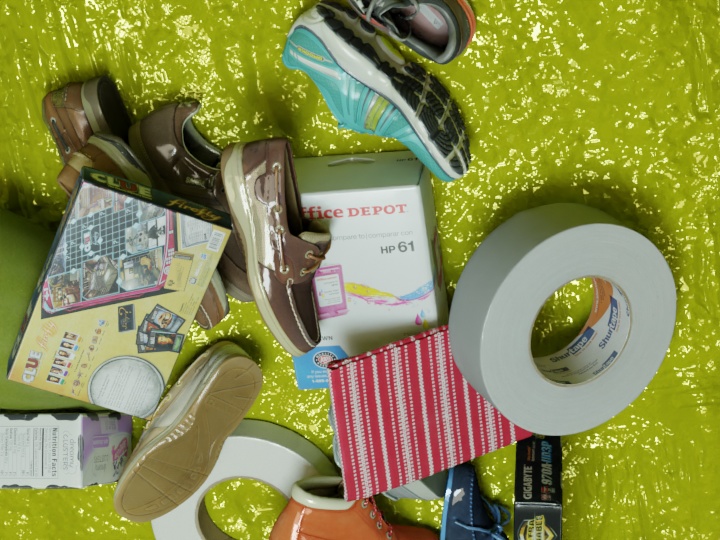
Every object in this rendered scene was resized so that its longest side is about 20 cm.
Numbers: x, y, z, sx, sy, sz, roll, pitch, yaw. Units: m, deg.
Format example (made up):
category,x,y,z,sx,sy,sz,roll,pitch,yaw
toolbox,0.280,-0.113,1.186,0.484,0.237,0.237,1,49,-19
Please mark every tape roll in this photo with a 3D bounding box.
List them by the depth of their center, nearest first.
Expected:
category,x,y,z,sx,sy,sz,roll,pitch,yaw
tape roll,0.180,0.043,1.534,0.199,0.066,0.201,-10,114,-23
tape roll,-0.111,0.245,1.738,0.202,0.037,0.204,3,116,6

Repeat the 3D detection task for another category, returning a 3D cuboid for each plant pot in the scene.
category,x,y,z,sx,sy,sz,roll,pitch,yaw
plant pot,-0.274,0.055,1.605,0.199,0.187,0.188,16,118,-16

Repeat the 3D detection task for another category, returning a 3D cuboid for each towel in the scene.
category,x,y,z,sx,sy,sz,roll,pitch,yaw
towel,0.066,0.117,1.559,0.199,0.022,0.145,-18,116,-20

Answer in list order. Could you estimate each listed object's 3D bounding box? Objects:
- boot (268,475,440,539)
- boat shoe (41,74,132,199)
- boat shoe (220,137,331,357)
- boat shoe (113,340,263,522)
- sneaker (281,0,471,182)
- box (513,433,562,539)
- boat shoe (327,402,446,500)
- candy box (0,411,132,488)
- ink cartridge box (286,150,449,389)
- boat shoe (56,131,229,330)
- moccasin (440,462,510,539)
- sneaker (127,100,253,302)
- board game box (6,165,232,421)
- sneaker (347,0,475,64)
category,x,y,z,sx,sy,sz,roll,pitch,yaw
boot,0.007,0.253,1.679,0.199,0.075,0.108,7,108,-30
boat shoe,-0.233,-0.079,1.586,0.068,0.072,0.201,-12,104,18
boat shoe,-0.059,-0.021,1.494,0.072,0.072,0.201,-11,106,16
boat shoe,-0.170,0.154,1.666,0.074,0.069,0.200,37,97,-29
sneaker,0.017,-0.150,1.518,0.200,0.078,0.080,43,123,-3
box,0.169,0.262,1.639,0.046,0.159,0.201,1,116,6
boat shoe,0.012,0.173,1.633,0.071,0.070,0.201,-15,146,24
candy box,-0.336,0.172,1.657,0.199,0.168,0.072,-1,85,8
ink cartridge box,0.000,0.000,1.578,0.144,0.085,0.201,-4,114,10
boat shoe,-0.195,-0.026,1.521,0.074,0.076,0.200,-41,106,-20
moccasin,0.118,0.268,1.703,0.068,0.081,0.201,3,130,14
sneaker,-0.132,-0.062,1.574,0.075,0.071,0.200,-28,109,18
board game box,-0.208,0.022,1.481,0.135,0.035,0.201,19,112,-17
sneaker,0.016,-0.248,1.457,0.200,0.082,0.077,34,115,-9
